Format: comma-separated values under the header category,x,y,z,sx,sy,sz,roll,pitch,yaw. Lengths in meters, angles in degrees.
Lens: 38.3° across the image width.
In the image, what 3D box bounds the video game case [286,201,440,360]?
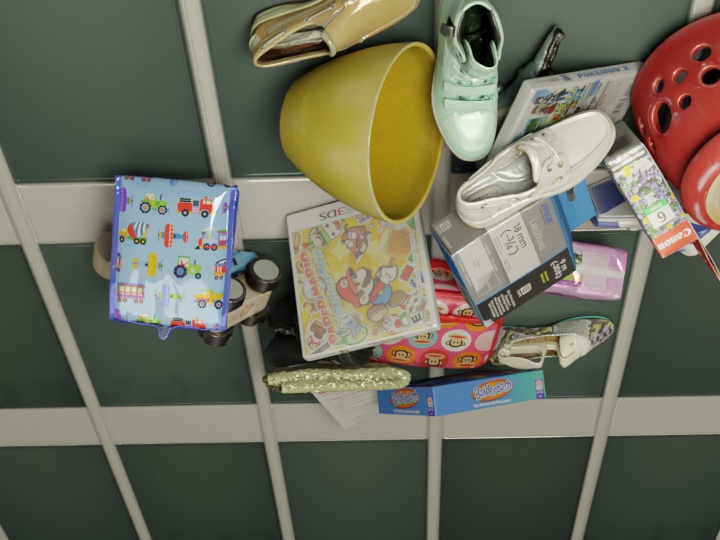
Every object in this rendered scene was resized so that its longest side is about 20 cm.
category,x,y,z,sx,sy,sz,roll,pitch,yaw
video game case,0.000,0.000,1.329,0.181,0.201,0.023,-14,159,16

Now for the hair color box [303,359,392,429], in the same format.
category,x,y,z,sx,sy,sz,roll,pitch,yaw
hair color box,-0.022,0.157,1.594,0.110,0.064,0.200,-19,135,18

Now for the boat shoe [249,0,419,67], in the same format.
category,x,y,z,sx,sy,sz,roll,pitch,yaw
boat shoe,-0.027,-0.263,1.127,0.199,0.076,0.072,-18,134,18

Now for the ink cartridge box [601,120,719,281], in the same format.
category,x,y,z,sx,sy,sz,roll,pitch,yaw
ink cartridge box,0.345,-0.071,1.215,0.050,0.109,0.200,-31,107,13

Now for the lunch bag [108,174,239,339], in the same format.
category,x,y,z,sx,sy,sz,roll,pitch,yaw
lunch bag,-0.236,-0.012,1.307,0.150,0.201,0.094,5,180,-5

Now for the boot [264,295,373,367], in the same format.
category,x,y,z,sx,sy,sz,roll,pitch,yaw
boot,-0.047,0.037,1.415,0.167,0.201,0.076,-1,158,40

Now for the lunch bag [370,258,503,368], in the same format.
category,x,y,z,sx,sy,sz,roll,pitch,yaw
lunch bag,0.103,0.056,1.476,0.199,0.082,0.177,5,133,-7

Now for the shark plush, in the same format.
category,x,y,z,sx,sy,sz,roll,pitch,yaw
shark plush,0.164,-0.198,1.204,0.083,0.091,0.200,47,140,10

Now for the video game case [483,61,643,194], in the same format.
category,x,y,z,sx,sy,sz,roll,pitch,yaw
video game case,0.228,-0.153,1.223,0.182,0.022,0.200,-15,146,-30

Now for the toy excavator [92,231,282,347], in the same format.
category,x,y,z,sx,sy,sz,roll,pitch,yaw
toy excavator,-0.237,0.005,1.412,0.194,0.200,0.100,-28,154,-38

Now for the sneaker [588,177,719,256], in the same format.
category,x,y,z,sx,sy,sz,roll,pitch,yaw
sneaker,0.397,-0.065,1.336,0.198,0.081,0.116,-8,135,7

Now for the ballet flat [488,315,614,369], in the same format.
category,x,y,z,sx,sy,sz,roll,pitch,yaw
ballet flat,0.280,0.115,1.542,0.199,0.072,0.072,-5,137,6

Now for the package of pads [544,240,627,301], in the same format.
category,x,y,z,sx,sy,sz,roll,pitch,yaw
package of pads,0.238,-0.007,1.372,0.199,0.076,0.120,8,180,-7

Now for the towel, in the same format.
category,x,y,z,sx,sy,sz,roll,pitch,yaw
towel,-0.038,0.150,1.454,0.199,0.037,0.148,0,177,-11

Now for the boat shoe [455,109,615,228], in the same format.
category,x,y,z,sx,sy,sz,roll,pitch,yaw
boat shoe,0.193,-0.115,1.140,0.199,0.071,0.069,-34,163,3

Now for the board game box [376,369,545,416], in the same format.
category,x,y,z,sx,sy,sz,roll,pitch,yaw
board game box,0.147,0.178,1.525,0.199,0.045,0.152,-4,177,-32

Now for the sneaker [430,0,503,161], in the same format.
category,x,y,z,sx,sy,sz,roll,pitch,yaw
sneaker,0.116,-0.201,1.113,0.073,0.118,0.201,-7,114,0

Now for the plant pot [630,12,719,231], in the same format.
category,x,y,z,sx,sy,sz,roll,pitch,yaw
plant pot,0.422,-0.155,1.149,0.199,0.183,0.201,-8,142,-6

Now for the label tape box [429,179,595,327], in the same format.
category,x,y,z,sx,sy,sz,roll,pitch,yaw
label tape box,0.199,-0.043,1.236,0.199,0.063,0.144,-32,135,-1

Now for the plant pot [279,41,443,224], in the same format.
category,x,y,z,sx,sy,sz,roll,pitch,yaw
plant pot,-0.006,-0.163,1.177,0.141,0.201,0.201,12,143,26
